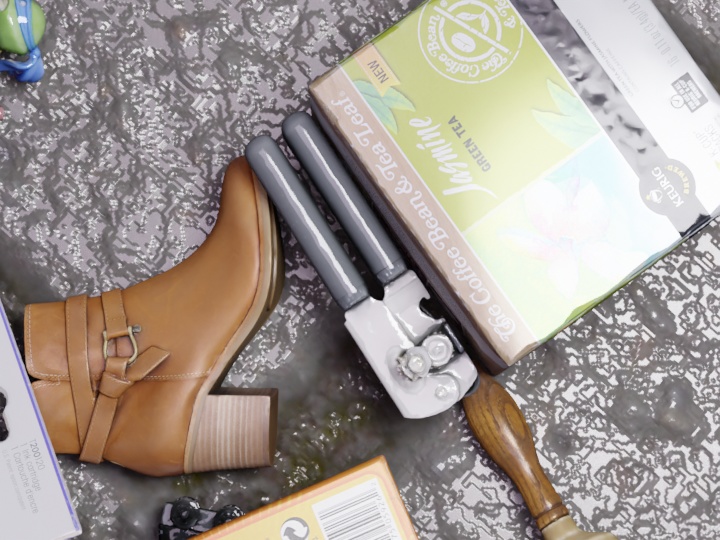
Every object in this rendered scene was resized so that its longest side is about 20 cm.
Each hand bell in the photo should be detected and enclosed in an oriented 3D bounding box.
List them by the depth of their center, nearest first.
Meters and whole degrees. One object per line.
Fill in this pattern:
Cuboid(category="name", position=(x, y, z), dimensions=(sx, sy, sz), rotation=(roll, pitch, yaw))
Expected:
Cuboid(category="hand bell", position=(0.111, 0.143, 1.230), dimensions=(0.104, 0.104, 0.201), rotation=(-30, 73, -3))

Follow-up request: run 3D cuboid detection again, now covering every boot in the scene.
Cuboid(category="boot", position=(-0.126, 0.024, 1.241), dimensions=(0.154, 0.077, 0.201), rotation=(3, 91, 4))

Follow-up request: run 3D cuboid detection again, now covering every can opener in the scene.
Cuboid(category="can opener", position=(0.000, 0.000, 1.211), dimensions=(0.053, 0.066, 0.201), rotation=(-33, 95, -1))

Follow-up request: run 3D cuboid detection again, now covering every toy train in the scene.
Cuboid(category="toy train", position=(-0.026, 0.177, 1.238), dimensions=(0.199, 0.034, 0.046), rotation=(11, 87, 1))

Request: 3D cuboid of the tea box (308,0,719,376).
Cuboid(category="tea box", position=(0.102, -0.074, 1.213), dimensions=(0.196, 0.134, 0.200), rotation=(-37, 86, -3))

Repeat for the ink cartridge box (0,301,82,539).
Cuboid(category="ink cartridge box", position=(-0.286, 0.108, 1.205), dimensions=(0.199, 0.043, 0.199), rotation=(-19, 67, -10))

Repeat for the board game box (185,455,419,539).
Cuboid(category="board game box", position=(-0.047, 0.236, 1.104), dimensions=(0.199, 0.200, 0.201), rotation=(-22, 84, -8))

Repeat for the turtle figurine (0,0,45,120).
Cuboid(category="turtle figurine", position=(-0.299, -0.171, 1.219), dimensions=(0.193, 0.200, 0.144), rotation=(-19, 51, 2))
